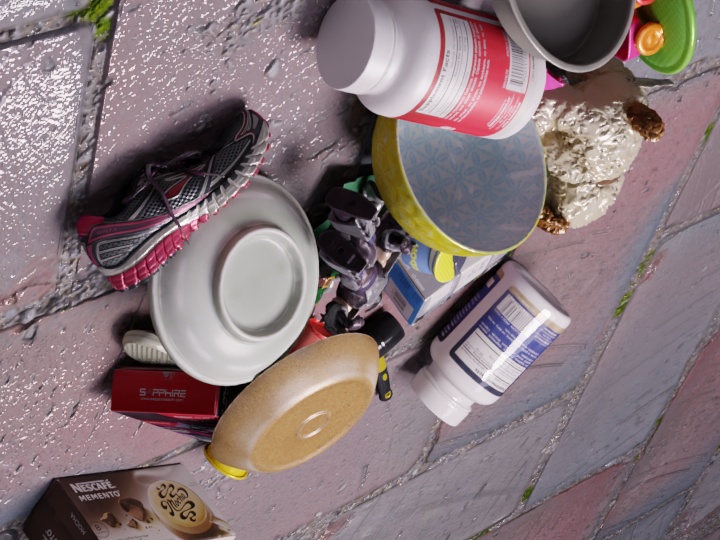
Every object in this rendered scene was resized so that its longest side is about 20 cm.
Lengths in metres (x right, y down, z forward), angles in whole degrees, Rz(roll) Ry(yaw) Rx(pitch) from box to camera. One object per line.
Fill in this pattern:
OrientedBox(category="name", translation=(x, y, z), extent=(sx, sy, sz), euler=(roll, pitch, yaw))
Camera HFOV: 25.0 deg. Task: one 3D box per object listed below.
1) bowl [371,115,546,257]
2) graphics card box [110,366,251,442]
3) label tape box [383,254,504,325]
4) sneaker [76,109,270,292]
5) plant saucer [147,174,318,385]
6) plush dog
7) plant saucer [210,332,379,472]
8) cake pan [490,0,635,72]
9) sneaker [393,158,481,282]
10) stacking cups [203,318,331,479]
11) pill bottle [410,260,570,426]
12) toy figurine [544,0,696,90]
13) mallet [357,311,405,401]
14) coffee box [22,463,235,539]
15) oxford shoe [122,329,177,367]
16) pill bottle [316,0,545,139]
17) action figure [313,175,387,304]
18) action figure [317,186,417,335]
OrientedBox(category="bowl", translation=(0.078, -0.101, 1.600), extent=(0.199, 0.202, 0.107), euler=(-15, 177, -41))
OrientedBox(category="graphics card box", translation=(-0.153, 0.142, 1.671), extent=(0.200, 0.124, 0.051), euler=(31, 62, -63))
OrientedBox(category="label tape box", translation=(0.125, -0.031, 1.803), extent=(0.199, 0.064, 0.144), euler=(-36, 172, -11))
OrientedBox(category="sneaker", translation=(-0.158, -0.072, 1.415), extent=(0.200, 0.075, 0.080), euler=(-45, -164, -18))
OrientedBox(category="plant saucer", translation=(-0.104, 0.010, 1.508), extent=(0.199, 0.050, 0.202), euler=(-8, 102, -42))
OrientedBox(category="plush dog", translation=(0.244, -0.125, 1.728), extent=(0.200, 0.160, 0.173), euler=(-35, 146, -37))
OrientedBox(category="plant saucer", translation=(-0.056, 0.143, 1.623), extent=(0.199, 0.036, 0.201), euler=(-29, 153, -16))
OrientedBox(category="cake pan", translation=(0.179, -0.279, 1.471), extent=(0.199, 0.037, 0.203), euler=(3, 86, -44))
OrientedBox(category="sneaker", translation=(0.093, -0.086, 1.706), extent=(0.201, 0.082, 0.074), euler=(-61, 148, -24))
OrientedBox(category="stacking cups", translation=(-0.102, 0.139, 1.811), extent=(0.060, 0.060, 0.201), euler=(6, 122, -55))
OrientedBox(category="pill bottle", translation=(0.157, 0.095, 2.019), extent=(0.200, 0.111, 0.111), euler=(-47, 152, 11))
OrientedBox(category="toy figurine", translation=(0.212, -0.259, 1.592), extent=(0.183, 0.150, 0.201), euler=(-22, 126, -17))
OrientedBox(category="mallet", translation=(0.031, 0.108, 1.961), extent=(0.066, 0.041, 0.200), euler=(-41, 158, -7))
OrientedBox(category="coffee box", translation=(-0.248, 0.283, 1.757), extent=(0.199, 0.113, 0.080), euler=(2, 130, -53))
OrientedBox(category="oxford shoe", translation=(-0.165, 0.077, 1.638), extent=(0.199, 0.075, 0.058), euler=(20, 76, -51))
OrientedBox(category="pill bottle", translation=(0.063, -0.188, 1.467), extent=(0.199, 0.113, 0.113), euler=(8, 126, -38))
OrientedBox(category="action figure", translation=(-0.029, -0.014, 1.688), extent=(0.118, 0.055, 0.200), euler=(-6, 140, -53))
OrientedBox(category="action figure", translation=(0.000, 0.000, 1.596), extent=(0.131, 0.069, 0.200), euler=(-63, 162, -16))
